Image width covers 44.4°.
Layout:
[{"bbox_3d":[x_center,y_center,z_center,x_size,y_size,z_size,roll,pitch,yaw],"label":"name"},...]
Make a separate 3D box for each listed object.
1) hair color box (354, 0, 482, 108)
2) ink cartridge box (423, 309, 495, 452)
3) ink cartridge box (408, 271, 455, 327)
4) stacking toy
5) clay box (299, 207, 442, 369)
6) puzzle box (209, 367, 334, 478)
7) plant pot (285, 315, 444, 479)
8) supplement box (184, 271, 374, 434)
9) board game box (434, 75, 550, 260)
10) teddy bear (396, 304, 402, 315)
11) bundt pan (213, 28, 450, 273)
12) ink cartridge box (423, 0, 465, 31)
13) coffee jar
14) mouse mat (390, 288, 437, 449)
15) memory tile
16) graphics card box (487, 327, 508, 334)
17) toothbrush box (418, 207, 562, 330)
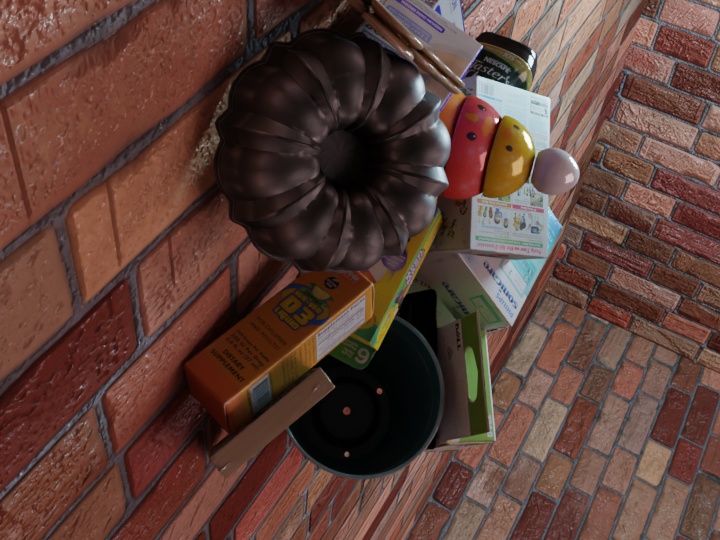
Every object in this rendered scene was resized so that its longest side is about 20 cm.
[{"bbox_3d":[0.022,-0.167,0.831,0.201,0.109,0.065,-57,-177,-29],"label":"hair color box"},{"bbox_3d":[0.134,0.144,1.109,0.200,0.075,0.150,145,-55,-62],"label":"ink cartridge box"},{"bbox_3d":[0.096,0.042,1.312,0.083,0.144,0.201,-51,159,-38],"label":"ink cartridge box"},{"bbox_3d":[0.136,-0.127,0.941,0.146,0.197,0.148,14,90,-80],"label":"stacking toy"},{"bbox_3d":[0.000,0.000,1.015,0.202,0.114,0.048,-62,162,-11],"label":"clay box"},{"bbox_3d":[-0.095,0.153,0.901,0.133,0.026,0.200,-39,179,-12],"label":"puzzle box"},{"bbox_3d":[-0.008,0.167,1.117,0.201,0.198,0.188,-59,177,-17],"label":"plant pot"},{"bbox_3d":[-0.076,0.067,0.878,0.199,0.066,0.069,-38,152,-27],"label":"supplement box"},{"bbox_3d":[0.164,-0.119,1.075,0.146,0.064,0.203,5,85,-40],"label":"board game box"},{"bbox_3d":[0.034,-0.002,1.152,0.146,0.066,0.202,-108,-159,-56],"label":"teddy bear"},{"bbox_3d":[-0.013,-0.091,0.701,0.204,0.200,0.076,-65,-157,0],"label":"bundt pan"},{"bbox_3d":[0.059,-0.214,1.023,0.202,0.047,0.198,-64,162,-12],"label":"ink cartridge box"},{"bbox_3d":[0.163,-0.233,1.204,0.201,0.103,0.086,-58,162,-25],"label":"coffee jar"},{"bbox_3d":[0.067,0.130,1.173,0.161,0.007,0.203,162,-71,-68],"label":"mouse mat"},{"bbox_3d":[0.015,-0.208,0.717,0.017,0.153,0.200,-46,167,13],"label":"memory tile"},{"bbox_3d":[0.169,-0.008,1.373,0.125,0.050,0.203,-167,-116,-70],"label":"graphics card box"},{"bbox_3d":[0.170,-0.039,1.182,0.085,0.147,0.201,-15,-149,48],"label":"toothbrush box"}]
